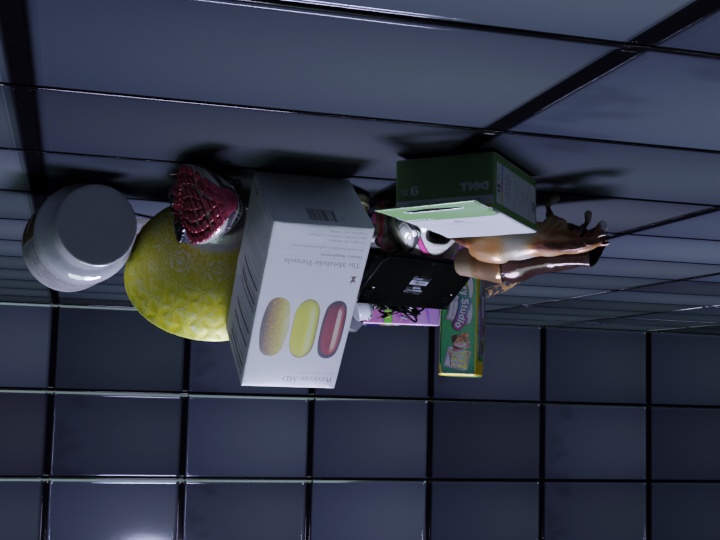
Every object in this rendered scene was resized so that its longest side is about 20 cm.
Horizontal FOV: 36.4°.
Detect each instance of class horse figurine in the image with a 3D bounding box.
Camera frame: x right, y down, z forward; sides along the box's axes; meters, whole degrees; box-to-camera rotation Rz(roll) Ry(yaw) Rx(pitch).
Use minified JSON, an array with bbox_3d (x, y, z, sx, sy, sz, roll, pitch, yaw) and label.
[{"bbox_3d":[0.175,-0.045,1.198,0.196,0.051,0.133,1,-153,15],"label":"horse figurine"}]

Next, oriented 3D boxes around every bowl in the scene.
[{"bbox_3d":[-0.178,-0.026,1.292,0.197,0.202,0.109,3,131,-14],"label":"bowl"}]

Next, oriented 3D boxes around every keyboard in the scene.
[{"bbox_3d":[0.055,0.013,1.351,0.198,0.105,0.040,8,-144,-50],"label":"keyboard"}]

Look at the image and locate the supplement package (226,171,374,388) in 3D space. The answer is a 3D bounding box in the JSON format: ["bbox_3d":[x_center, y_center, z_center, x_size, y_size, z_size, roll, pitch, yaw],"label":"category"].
[{"bbox_3d":[-0.069,0.013,1.174,0.112,0.203,0.110,3,-150,-19],"label":"supplement package"}]

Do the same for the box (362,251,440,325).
[{"bbox_3d":[0.026,0.020,1.653,0.196,0.099,0.176,1,-173,5],"label":"box"}]

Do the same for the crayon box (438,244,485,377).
[{"bbox_3d":[0.147,0.051,1.582,0.057,0.204,0.172,1,174,10],"label":"crayon box"}]

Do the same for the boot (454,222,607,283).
[{"bbox_3d":[0.213,-0.027,1.306,0.164,0.074,0.200,-4,-167,22],"label":"boot"}]

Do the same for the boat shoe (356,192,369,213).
[{"bbox_3d":[-0.024,-0.052,1.307,0.071,0.066,0.200,1,174,3],"label":"boat shoe"}]

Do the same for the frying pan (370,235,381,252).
[{"bbox_3d":[-0.023,-0.044,1.579,0.186,0.032,0.115,-2,172,10],"label":"frying pan"}]

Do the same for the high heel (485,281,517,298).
[{"bbox_3d":[0.176,0.037,1.805,0.198,0.072,0.142,-32,156,20],"label":"high heel"}]

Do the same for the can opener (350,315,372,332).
[{"bbox_3d":[-0.062,0.014,1.520,0.200,0.067,0.053,42,-170,-17],"label":"can opener"}]

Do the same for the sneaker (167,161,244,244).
[{"bbox_3d":[-0.153,-0.074,1.141,0.073,0.082,0.200,-12,-175,-15],"label":"sneaker"}]

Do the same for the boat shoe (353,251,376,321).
[{"bbox_3d":[0.000,0.000,1.437,0.056,0.070,0.201,-15,-154,-4],"label":"boat shoe"}]

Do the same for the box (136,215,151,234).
[{"bbox_3d":[-0.269,-0.046,1.554,0.041,0.039,0.199,-1,173,34],"label":"box"}]

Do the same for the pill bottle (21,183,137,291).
[{"bbox_3d":[-0.324,-0.040,1.271,0.113,0.117,0.199,4,173,-24],"label":"pill bottle"}]

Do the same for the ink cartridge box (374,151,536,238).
[{"bbox_3d":[0.098,-0.076,1.078,0.102,0.060,0.199,-2,173,25],"label":"ink cartridge box"}]

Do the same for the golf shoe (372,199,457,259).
[{"bbox_3d":[0.089,-0.042,1.346,0.091,0.074,0.199,-3,172,24],"label":"golf shoe"}]
